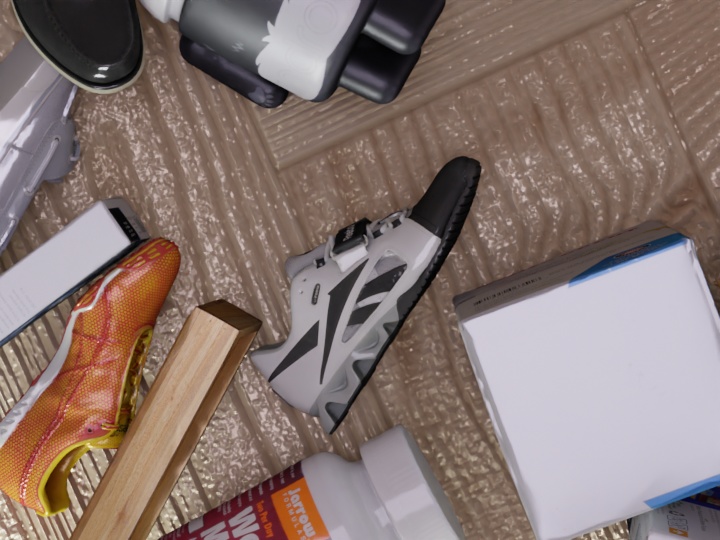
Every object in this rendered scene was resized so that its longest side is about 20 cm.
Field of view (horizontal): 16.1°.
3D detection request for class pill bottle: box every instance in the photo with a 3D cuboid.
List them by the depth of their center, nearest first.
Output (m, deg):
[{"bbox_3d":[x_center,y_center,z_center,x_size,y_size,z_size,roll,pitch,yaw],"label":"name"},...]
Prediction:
[{"bbox_3d":[-0.040,0.184,1.616,0.199,0.110,0.110,-29,91,4],"label":"pill bottle"}]

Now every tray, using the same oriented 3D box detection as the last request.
[{"bbox_3d":[-0.131,0.115,1.619,0.037,0.099,0.201,28,95,5],"label":"tray"}]

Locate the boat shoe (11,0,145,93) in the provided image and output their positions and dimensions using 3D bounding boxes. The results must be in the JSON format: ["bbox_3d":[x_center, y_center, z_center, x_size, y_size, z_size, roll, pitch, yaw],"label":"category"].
[{"bbox_3d":[-0.191,-0.205,1.596,0.073,0.063,0.202,-19,72,-14],"label":"boat shoe"}]

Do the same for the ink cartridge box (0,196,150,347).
[{"bbox_3d":[-0.228,0.025,1.623,0.200,0.099,0.039,-35,92,5],"label":"ink cartridge box"}]

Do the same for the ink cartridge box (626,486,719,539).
[{"bbox_3d":[0.264,0.179,1.556,0.199,0.198,0.047,16,96,3],"label":"ink cartridge box"}]

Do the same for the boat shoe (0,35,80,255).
[{"bbox_3d":[-0.218,-0.077,1.638,0.068,0.072,0.201,34,81,-27],"label":"boat shoe"}]

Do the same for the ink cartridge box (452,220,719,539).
[{"bbox_3d":[0.149,0.064,1.556,0.147,0.200,0.145,-21,94,3],"label":"ink cartridge box"}]

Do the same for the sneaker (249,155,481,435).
[{"bbox_3d":[0.000,0.000,1.622,0.088,0.074,0.200,35,98,5],"label":"sneaker"}]

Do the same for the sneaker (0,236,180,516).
[{"bbox_3d":[-0.164,0.068,1.635,0.077,0.073,0.201,35,105,14],"label":"sneaker"}]

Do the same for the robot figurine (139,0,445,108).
[{"bbox_3d":[-0.049,-0.185,1.594,0.199,0.125,0.151,27,88,1],"label":"robot figurine"}]

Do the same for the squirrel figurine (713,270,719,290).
[{"bbox_3d":[0.285,0.055,1.560,0.141,0.200,0.188,14,111,36],"label":"squirrel figurine"}]
